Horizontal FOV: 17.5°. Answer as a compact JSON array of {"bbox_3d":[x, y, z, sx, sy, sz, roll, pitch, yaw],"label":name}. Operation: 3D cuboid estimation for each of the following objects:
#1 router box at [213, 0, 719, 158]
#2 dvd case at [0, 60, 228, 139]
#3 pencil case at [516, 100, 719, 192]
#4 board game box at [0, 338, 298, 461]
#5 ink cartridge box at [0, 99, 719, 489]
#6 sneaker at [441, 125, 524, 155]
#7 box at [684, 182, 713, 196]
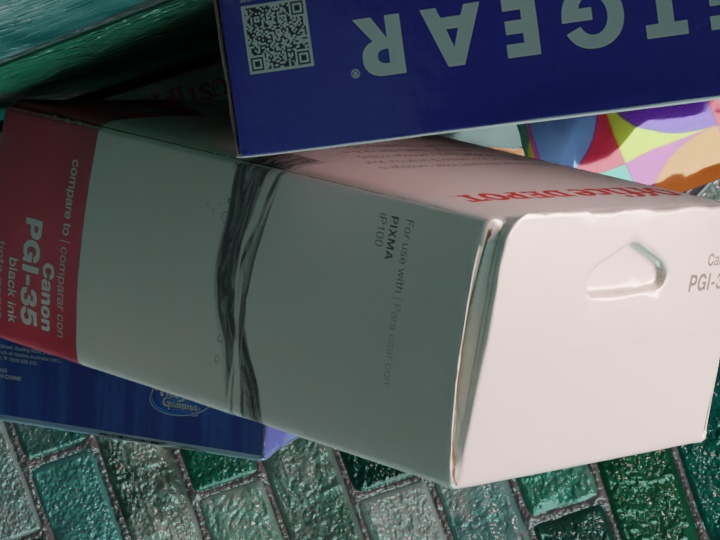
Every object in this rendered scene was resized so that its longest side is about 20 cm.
[{"bbox_3d":[0.081,-0.075,0.701,0.199,0.049,0.179,-6,-175,17],"label":"router box"},{"bbox_3d":[-0.120,-0.044,0.924,0.146,0.022,0.200,-20,-178,-19],"label":"dvd case"},{"bbox_3d":[0.148,-0.085,0.833,0.199,0.089,0.088,-23,180,12],"label":"pencil case"},{"bbox_3d":[-0.094,0.021,0.935,0.199,0.044,0.199,8,-170,17],"label":"board game box"},{"bbox_3d":[0.000,0.000,0.754,0.200,0.083,0.146,16,-168,38],"label":"ink cartridge box"},{"bbox_3d":[0.009,-0.035,0.979,0.200,0.112,0.078,-17,-135,45],"label":"sneaker"},{"bbox_3d":[0.102,-0.045,1.002,0.200,0.035,0.110,-49,-155,19],"label":"box"}]
